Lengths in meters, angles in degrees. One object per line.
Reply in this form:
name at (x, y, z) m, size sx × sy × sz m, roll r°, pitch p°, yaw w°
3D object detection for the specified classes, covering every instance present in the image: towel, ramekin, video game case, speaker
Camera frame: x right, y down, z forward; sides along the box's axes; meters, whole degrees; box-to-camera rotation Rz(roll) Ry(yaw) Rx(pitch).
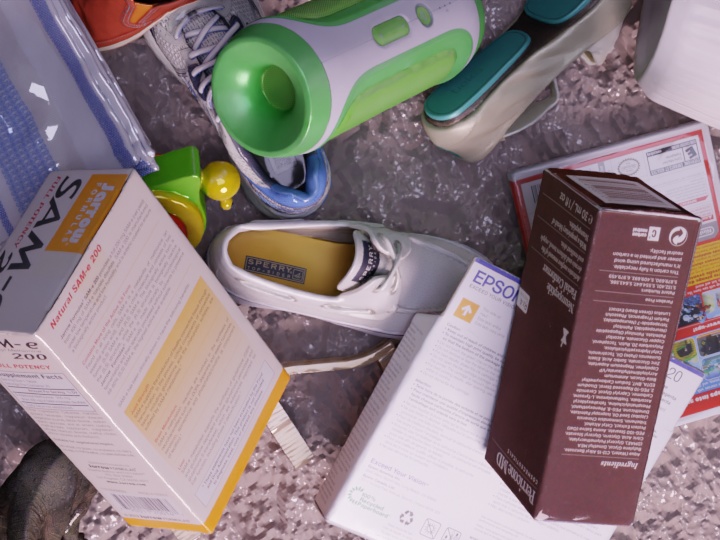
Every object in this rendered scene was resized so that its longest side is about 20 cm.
towel at (-0.238, -0.082, 1.192) m, size 0.199 × 0.024 × 0.147 m, roll -28°, pitch 92°, yaw 14°
ramekin at (0.239, -0.185, 1.220) m, size 0.094 × 0.202 × 0.204 m, roll 14°, pitch 94°, yaw 0°
video game case at (0.190, 0.011, 1.320) m, size 0.142 × 0.017 × 0.201 m, roll -15°, pitch 99°, yaw -8°
speaker at (-0.003, -0.133, 1.181) m, size 0.200 × 0.088 × 0.089 m, roll -32°, pitch 106°, yaw -50°

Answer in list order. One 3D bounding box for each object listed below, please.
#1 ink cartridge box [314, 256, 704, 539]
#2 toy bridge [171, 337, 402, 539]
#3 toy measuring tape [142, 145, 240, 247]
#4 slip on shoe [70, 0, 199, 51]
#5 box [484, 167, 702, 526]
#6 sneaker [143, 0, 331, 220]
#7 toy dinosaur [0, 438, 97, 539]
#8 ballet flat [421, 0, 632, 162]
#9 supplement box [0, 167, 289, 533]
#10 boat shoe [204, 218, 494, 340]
ink cartridge box at (0.099, 0.110, 1.278) m, size 0.196 × 0.043 × 0.201 m, roll 27°, pitch 98°, yaw -22°
toy bridge at (-0.055, 0.100, 1.282) m, size 0.199 × 0.027 × 0.067 m, roll -35°, pitch 100°, yaw -6°
toy measuring tape at (-0.168, -0.027, 1.236) m, size 0.199 × 0.074 × 0.074 m, roll -16°, pitch 100°, yaw 9°
slip on shoe at (-0.136, -0.181, 1.174) m, size 0.199 × 0.061 × 0.075 m, roll -11°, pitch 90°, yaw 33°
box at (0.140, 0.046, 1.193) m, size 0.074 × 0.100 × 0.201 m, roll 4°, pitch 105°, yaw -17°
sneaker at (-0.075, -0.123, 1.222) m, size 0.077 × 0.085 × 0.201 m, roll -34°, pitch 99°, yaw -4°
toy dinosaur at (-0.200, 0.143, 1.211) m, size 0.077 × 0.200 × 0.103 m, roll 27°, pitch 117°, yaw 13°
ballet flat at (0.125, -0.146, 1.273) m, size 0.200 × 0.069 × 0.070 m, roll -42°, pitch 102°, yaw -1°
supplement box at (-0.139, 0.051, 1.166) m, size 0.200 × 0.073 × 0.126 m, roll 56°, pitch 48°, yaw -38°
boat shoe at (0.000, 0.000, 1.252) m, size 0.199 × 0.070 × 0.071 m, roll 10°, pitch 79°, yaw -9°
